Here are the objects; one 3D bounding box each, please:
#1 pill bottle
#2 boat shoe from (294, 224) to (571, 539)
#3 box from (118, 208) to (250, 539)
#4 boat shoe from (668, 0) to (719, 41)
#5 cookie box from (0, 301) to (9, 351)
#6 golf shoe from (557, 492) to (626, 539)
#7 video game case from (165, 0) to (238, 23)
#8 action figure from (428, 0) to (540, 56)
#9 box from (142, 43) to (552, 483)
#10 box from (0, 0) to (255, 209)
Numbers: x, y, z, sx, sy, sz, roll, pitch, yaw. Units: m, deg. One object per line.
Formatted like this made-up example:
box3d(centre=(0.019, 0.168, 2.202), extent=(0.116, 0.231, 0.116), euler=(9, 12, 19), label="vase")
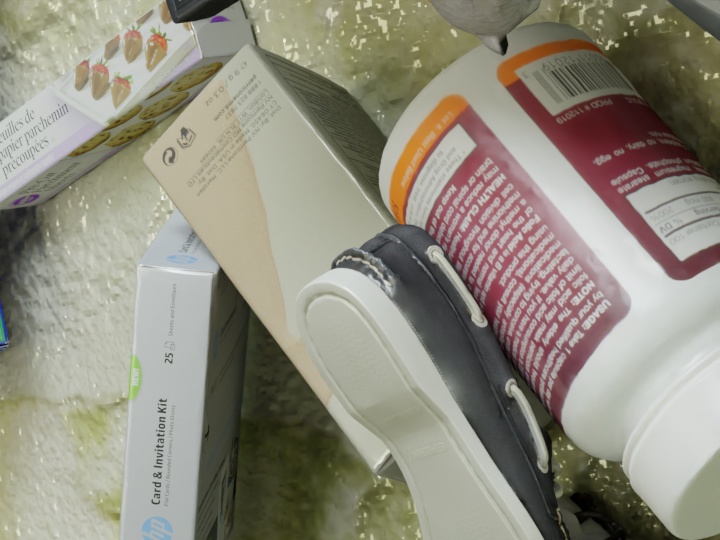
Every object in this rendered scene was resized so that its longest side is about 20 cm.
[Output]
box3d(centre=(0.106, 0.004, 1.115), extent=(0.200, 0.114, 0.114), euler=(53, 129, 27), label="pill bottle")
box3d(centre=(0.048, 0.075, 1.108), extent=(0.200, 0.060, 0.074), euler=(57, 145, -7), label="boat shoe")
box3d(centre=(-0.083, 0.078, 1.302), extent=(0.041, 0.156, 0.201), euler=(7, 104, 3), label="box")
box3d(centre=(0.185, -0.104, 1.060), extent=(0.200, 0.074, 0.065), euler=(34, 89, 43), label="boat shoe")
box3d(centre=(-0.270, -0.037, 1.498), extent=(0.171, 0.075, 0.201), euler=(-21, 81, 60), label="cookie box")
box3d(centre=(0.093, 0.136, 1.176), extent=(0.200, 0.078, 0.095), euler=(-10, 89, 45), label="golf shoe")
box3d(centre=(-0.038, -0.210, 1.017), extent=(0.200, 0.025, 0.181), euler=(-25, 82, 51), label="video game case")
box3d(centre=(0.084, -0.157, 1.076), extent=(0.200, 0.194, 0.105), euler=(21, 142, 6), label="action figure")
box3d(centre=(0.000, 0.000, 1.222), extent=(0.078, 0.095, 0.200), euler=(-46, 59, 14), label="box")
box3d(centre=(-0.129, -0.086, 1.396), extent=(0.200, 0.041, 0.039), euler=(-30, 75, 43), label="box")
